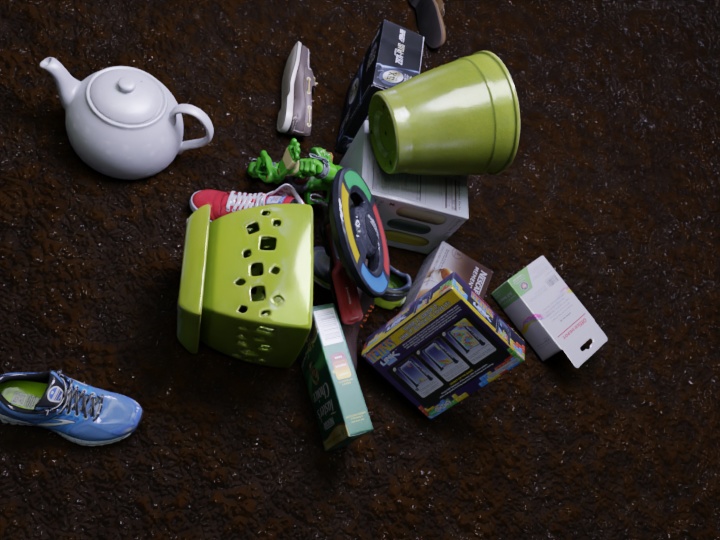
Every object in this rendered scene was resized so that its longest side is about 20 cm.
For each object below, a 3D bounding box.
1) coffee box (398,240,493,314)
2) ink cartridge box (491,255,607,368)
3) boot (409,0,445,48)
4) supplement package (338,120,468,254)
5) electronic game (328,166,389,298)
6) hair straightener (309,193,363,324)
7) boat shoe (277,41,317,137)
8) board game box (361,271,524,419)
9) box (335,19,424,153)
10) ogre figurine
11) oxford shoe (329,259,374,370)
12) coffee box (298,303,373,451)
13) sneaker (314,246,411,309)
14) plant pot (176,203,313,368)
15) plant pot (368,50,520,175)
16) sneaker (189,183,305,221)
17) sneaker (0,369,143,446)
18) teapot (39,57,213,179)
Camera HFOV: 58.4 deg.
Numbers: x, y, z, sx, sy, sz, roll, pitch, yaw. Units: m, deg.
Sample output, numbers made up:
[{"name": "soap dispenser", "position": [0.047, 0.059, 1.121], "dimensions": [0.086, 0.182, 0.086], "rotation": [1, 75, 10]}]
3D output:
[{"name": "coffee box", "position": [0.141, 0.064, 1.132], "dimensions": [0.114, 0.080, 0.200], "rotation": [32, 58, -5]}, {"name": "ink cartridge box", "position": [0.357, 0.086, 1.219], "dimensions": [0.117, 0.067, 0.200], "rotation": [-30, 78, -32]}, {"name": "boot", "position": [0.170, -0.592, 1.479], "dimensions": [0.075, 0.074, 0.201], "rotation": [2, 62, -33]}, {"name": "supplement package", "position": [0.071, -0.143, 1.163], "dimensions": [0.199, 0.152, 0.151], "rotation": [12, 62, -17]}, {"name": "electronic game", "position": [0.003, -0.057, 0.969], "dimensions": [0.041, 0.200, 0.201], "rotation": [-15, 65, 18]}, {"name": "hair straightener", "position": [-0.044, -0.019, 0.975], "dimensions": [0.041, 0.077, 0.201], "rotation": [-20, 101, -13]}, {"name": "boat shoe", "position": [-0.116, -0.346, 1.236], "dimensions": [0.059, 0.072, 0.201], "rotation": [14, 64, -23]}, {"name": "board game box", "position": [0.128, 0.123, 1.012], "dimensions": [0.165, 0.200, 0.057], "rotation": [45, 30, -10]}, {"name": "box", "position": [0.034, -0.330, 1.211], "dimensions": [0.086, 0.200, 0.164], "rotation": [18, 60, -14]}, {"name": "ogre figurine", "position": [-0.100, -0.165, 1.103], "dimensions": [0.120, 0.200, 0.099], "rotation": [12, 68, -39]}, {"name": "oxford shoe", "position": [-0.010, 0.070, 1.033], "dimensions": [0.072, 0.071, 0.201], "rotation": [-2, 87, -6]}, {"name": "coffee box", "position": [-0.047, 0.164, 0.981], "dimensions": [0.044, 0.123, 0.201], "rotation": [-10, 71, -25]}, {"name": "sneaker", "position": [0.000, 0.000, 1.105], "dimensions": [0.199, 0.081, 0.074], "rotation": [18, 59, -14]}, {"name": "plant pot", "position": [-0.175, 0.022, 0.959], "dimensions": [0.180, 0.199, 0.201], "rotation": [6, 64, -13]}, {"name": "plant pot", "position": [0.121, -0.238, 1.041], "dimensions": [0.192, 0.201, 0.201], "rotation": [-13, 70, -15]}, {"name": "sneaker", "position": [-0.178, -0.106, 1.064], "dimensions": [0.199, 0.113, 0.072], "rotation": [19, 59, -13]}, {"name": "sneaker", "position": [-0.390, 0.180, 0.850], "dimensions": [0.199, 0.089, 0.079], "rotation": [13, 62, -16]}, {"name": "teapot", "position": [-0.372, -0.253, 1.038], "dimensions": [0.200, 0.146, 0.198], "rotation": [-28, 78, -32]}]
